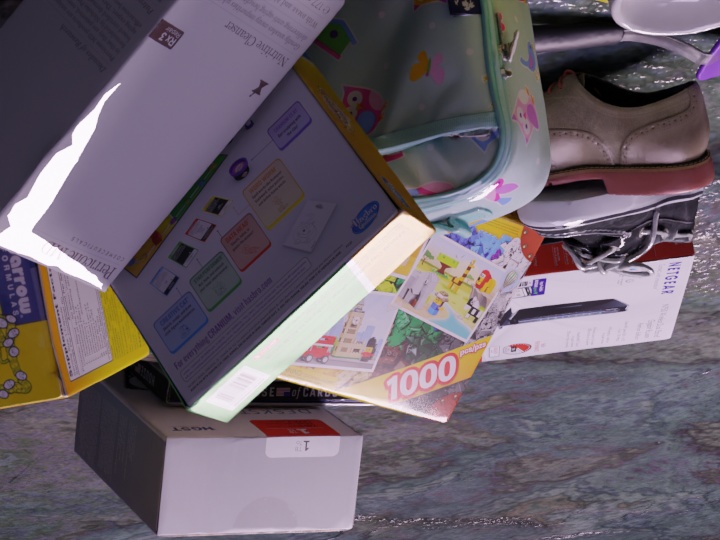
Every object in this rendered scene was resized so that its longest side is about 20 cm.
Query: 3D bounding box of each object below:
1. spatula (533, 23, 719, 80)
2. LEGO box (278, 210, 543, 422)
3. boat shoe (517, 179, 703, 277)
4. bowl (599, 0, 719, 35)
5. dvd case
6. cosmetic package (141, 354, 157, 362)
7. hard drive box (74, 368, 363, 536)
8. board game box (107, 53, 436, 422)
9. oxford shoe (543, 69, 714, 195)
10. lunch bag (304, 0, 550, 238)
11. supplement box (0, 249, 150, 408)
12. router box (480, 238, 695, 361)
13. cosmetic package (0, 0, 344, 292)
[{"bbox_3d":[0.169,-0.135,1.355,0.199,0.021,0.057,1,151,-16],"label":"spatula"},{"bbox_3d":[0.000,0.000,1.461,0.200,0.149,0.077,17,-165,-42],"label":"LEGO box"},{"bbox_3d":[0.164,-0.031,1.494,0.073,0.068,0.199,6,-170,29],"label":"boat shoe"},{"bbox_3d":[0.152,-0.178,1.098,0.199,0.108,0.200,-6,160,-2],"label":"bowl"},{"bbox_3d":[-0.077,0.074,1.753,0.199,0.025,0.150,2,-168,-24],"label":"dvd case"},{"bbox_3d":[-0.073,0.004,1.594,0.103,0.073,0.200,8,157,-38],"label":"cosmetic package"},{"bbox_3d":[-0.110,0.131,1.711,0.155,0.077,0.200,1,-167,-26],"label":"hard drive box"},{"bbox_3d":[-0.074,-0.047,1.184,0.153,0.200,0.040,-42,151,13],"label":"board game box"},{"bbox_3d":[0.121,-0.092,1.426,0.199,0.075,0.070,1,-159,14],"label":"oxford shoe"},{"bbox_3d":[0.002,-0.087,1.226,0.199,0.161,0.077,-15,160,24],"label":"lunch bag"},{"bbox_3d":[-0.216,0.022,1.437,0.109,0.109,0.200,-11,-177,11],"label":"supplement box"},{"bbox_3d":[0.152,0.010,1.722,0.179,0.049,0.200,-7,161,1],"label":"router box"},{"bbox_3d":[-0.116,-0.097,1.132,0.200,0.081,0.113,-52,148,9],"label":"cosmetic package"}]
